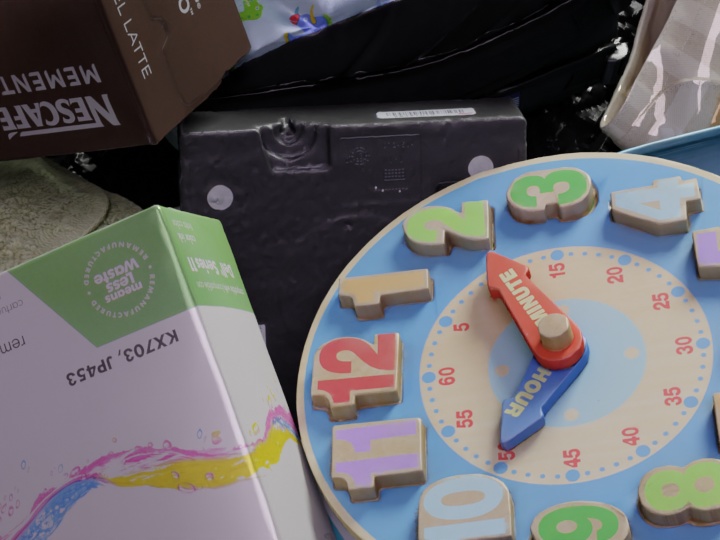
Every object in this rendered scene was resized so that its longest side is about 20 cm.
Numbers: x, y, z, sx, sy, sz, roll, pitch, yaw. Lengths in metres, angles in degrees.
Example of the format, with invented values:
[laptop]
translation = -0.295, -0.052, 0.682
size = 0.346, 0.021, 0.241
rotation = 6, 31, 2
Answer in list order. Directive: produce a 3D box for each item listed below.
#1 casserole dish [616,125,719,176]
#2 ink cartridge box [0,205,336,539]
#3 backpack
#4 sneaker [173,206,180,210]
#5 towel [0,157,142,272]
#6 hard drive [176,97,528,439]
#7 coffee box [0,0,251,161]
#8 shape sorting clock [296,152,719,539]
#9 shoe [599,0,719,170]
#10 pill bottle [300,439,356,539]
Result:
[casserole dish]
translation = 0.144, -0.001, 0.910
size = 0.199, 0.039, 0.122
rotation = -16, 103, -31
[ink cartridge box]
translation = -0.076, 0.092, 0.756
size = 0.117, 0.067, 0.201
rotation = -23, 81, 12
[backpack]
translation = 0.000, -0.110, 0.916
size = 0.200, 0.163, 0.154
rotation = -34, 71, -6
[sneaker]
translation = 0.000, 0.000, 0.924
size = 0.199, 0.078, 0.078
rotation = -9, 89, -3
[towel]
translation = -0.198, 0.009, 0.861
size = 0.148, 0.037, 0.200
rotation = 21, 50, 32
[hard drive]
translation = -0.002, 0.031, 0.873
size = 0.139, 0.038, 0.201
rotation = -4, 110, -5
[coffee box]
translation = -0.157, -0.107, 0.841
size = 0.199, 0.115, 0.080
rotation = -3, 30, 33
[shape sorting clock]
translation = 0.073, 0.032, 0.765
size = 0.199, 0.039, 0.201
rotation = -11, 49, 12
[shoe]
translation = 0.160, -0.138, 0.970
size = 0.053, 0.070, 0.201
rotation = 21, 76, -7
[pill bottle]
translation = -0.017, 0.131, 0.830
size = 0.200, 0.111, 0.111
rotation = -41, 81, 9
